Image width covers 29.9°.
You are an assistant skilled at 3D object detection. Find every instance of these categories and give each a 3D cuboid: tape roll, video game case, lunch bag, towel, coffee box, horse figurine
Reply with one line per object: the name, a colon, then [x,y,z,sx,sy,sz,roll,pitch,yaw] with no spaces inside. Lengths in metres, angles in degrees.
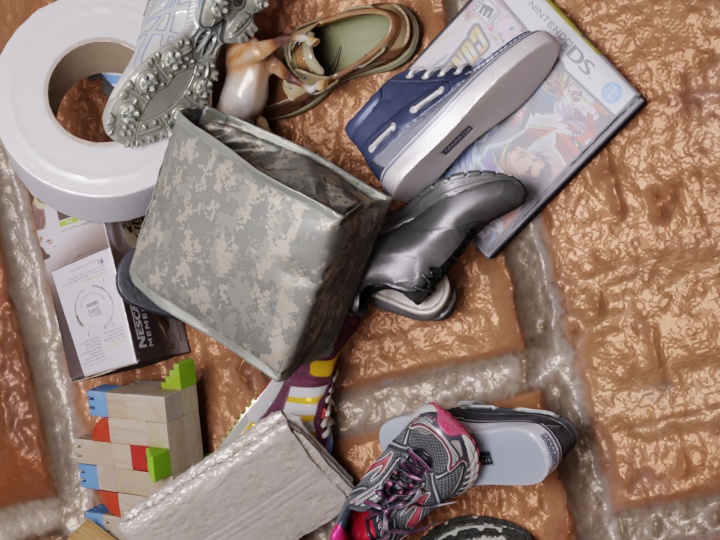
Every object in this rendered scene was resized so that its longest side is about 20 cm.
tape roll: [-0.233,-0.150,1.237,0.199,0.071,0.206,2,73,-6]
video game case: [0.127,-0.146,1.225,0.200,0.025,0.181,-45,78,15]
lunch bag: [-0.097,-0.030,1.157,0.198,0.117,0.166,30,114,19]
towel: [-0.112,0.218,1.246,0.198,0.035,0.133,-32,126,7]
coffee box: [-0.246,-0.002,1.317,0.079,0.113,0.203,-15,86,19]
horse figurine: [-0.091,-0.151,1.227,0.131,0.050,0.203,22,113,34]

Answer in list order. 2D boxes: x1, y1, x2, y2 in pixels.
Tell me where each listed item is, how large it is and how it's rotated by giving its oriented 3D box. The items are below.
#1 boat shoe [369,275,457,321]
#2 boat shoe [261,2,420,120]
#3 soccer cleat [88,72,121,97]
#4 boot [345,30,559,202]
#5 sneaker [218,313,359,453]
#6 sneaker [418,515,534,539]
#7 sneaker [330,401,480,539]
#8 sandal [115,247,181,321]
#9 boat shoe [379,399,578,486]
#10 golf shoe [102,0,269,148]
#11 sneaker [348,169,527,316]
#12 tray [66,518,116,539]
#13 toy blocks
boat shoe: [0.000,0.000,1.262,0.198,0.057,0.068,24,79,22]
boat shoe: [-0.043,-0.201,1.259,0.198,0.074,0.077,-23,84,19]
soccer cleat: [-0.183,-0.174,1.312,0.199,0.070,0.087,41,103,14]
boot: [0.077,-0.160,1.195,0.199,0.073,0.091,-41,64,8]
sneaker: [-0.046,0.124,1.277,0.090,0.075,0.201,40,110,5]
sneaker: [0.075,0.294,1.248,0.197,0.077,0.089,-21,123,10]
sneaker: [0.040,0.196,1.198,0.081,0.074,0.201,45,134,17]
sandal: [-0.130,0.027,1.260,0.197,0.043,0.077,10,80,-18]
boat shoe: [0.106,0.151,1.219,0.198,0.068,0.075,-12,100,44]
golf shoe: [-0.167,-0.199,1.198,0.097,0.078,0.201,33,80,41]
sneaker: [0.060,-0.022,1.191,0.198,0.076,0.092,-24,71,15]
tray: [-0.208,0.340,1.328,0.199,0.037,0.099,34,138,16]
toy blocks: [-0.222,0.188,1.333,0.135,0.100,0.203,1,102,32]
